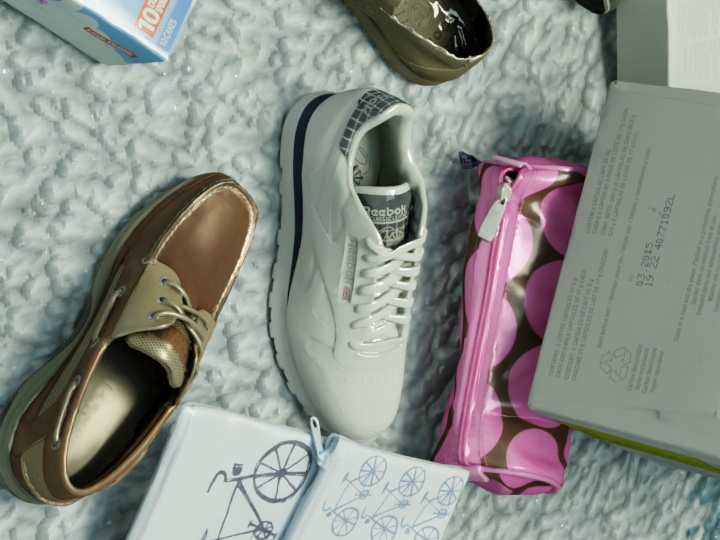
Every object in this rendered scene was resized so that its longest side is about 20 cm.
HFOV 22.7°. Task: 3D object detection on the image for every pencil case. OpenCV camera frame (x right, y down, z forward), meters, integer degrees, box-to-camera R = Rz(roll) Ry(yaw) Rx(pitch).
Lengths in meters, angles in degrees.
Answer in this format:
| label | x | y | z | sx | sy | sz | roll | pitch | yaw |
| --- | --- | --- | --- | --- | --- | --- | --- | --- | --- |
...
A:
| label | x | y | z | sx | sy | sz | roll | pitch | yaw |
| --- | --- | --- | --- | --- | --- | --- | --- | --- | --- |
| pencil case | 0.091 | 0.032 | 1.057 | 0.094 | 0.090 | 0.201 | 12 | 84 | -68 |

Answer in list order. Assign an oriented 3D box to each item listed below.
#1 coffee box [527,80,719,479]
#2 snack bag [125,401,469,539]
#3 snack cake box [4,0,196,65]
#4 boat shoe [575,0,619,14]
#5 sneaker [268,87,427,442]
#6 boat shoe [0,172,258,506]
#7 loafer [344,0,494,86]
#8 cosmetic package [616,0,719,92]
| label | x | y | z | sx | sy | sz | roll | pitch | yaw |
| --- | --- | --- | --- | --- | --- | --- | --- | --- | --- |
| coffee box | 0.246 | 0.025 | 1.029 | 0.198 | 0.199 | 0.201 | 25 | 79 | -52 |
| snack bag | -0.051 | 0.170 | 0.974 | 0.200 | 0.021 | 0.189 | 20 | 97 | -35 |
| snack cake box | -0.116 | -0.217 | 0.898 | 0.115 | 0.067 | 0.201 | 32 | 75 | -34 |
| boat shoe | 0.094 | -0.200 | 1.046 | 0.068 | 0.072 | 0.200 | -55 | 142 | 0 |
| sneaker | 0.000 | 0.000 | 0.992 | 0.076 | 0.080 | 0.201 | -12 | 102 | -37 |
| boat shoe | -0.107 | 0.037 | 0.919 | 0.076 | 0.072 | 0.200 | 41 | 70 | -31 |
| loafer | 0.010 | -0.183 | 0.993 | 0.200 | 0.067 | 0.076 | 43 | 69 | -31 |
| cosmetic package | 0.204 | -0.163 | 1.131 | 0.082 | 0.051 | 0.201 | -15 | 112 | -33 |
